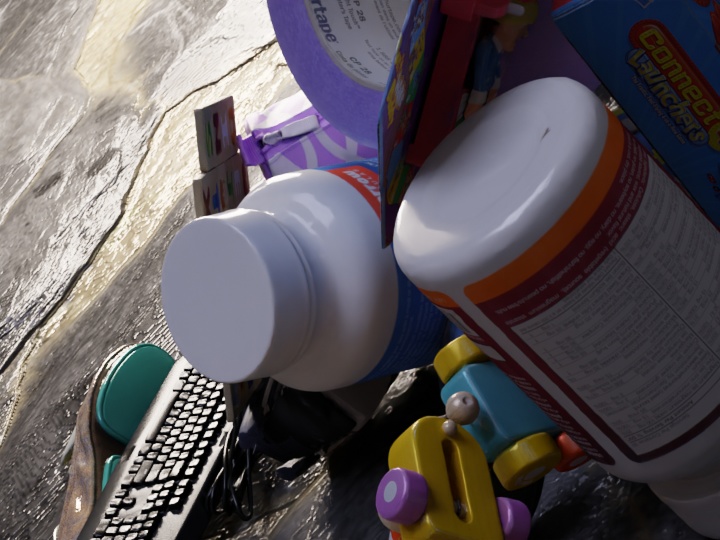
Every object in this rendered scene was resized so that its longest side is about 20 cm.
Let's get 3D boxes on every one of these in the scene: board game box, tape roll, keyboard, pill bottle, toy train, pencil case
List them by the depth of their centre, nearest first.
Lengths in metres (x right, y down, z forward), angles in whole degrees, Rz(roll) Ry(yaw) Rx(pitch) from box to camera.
[{"bbox_3d":[0.115,0.020,1.026,0.109,0.200,0.110,-35,28,22],"label":"pill bottle"},{"bbox_3d":[0.070,0.115,1.050,0.056,0.150,0.200,-45,14,36],"label":"toy train"},{"bbox_3d":[0.053,-0.096,1.067,0.200,0.039,0.158,86,-156,-64],"label":"board game box"},{"bbox_3d":[0.174,-0.119,1.142,0.056,0.196,0.200,-26,32,28],"label":"board game box"},{"bbox_3d":[0.000,0.000,1.221,0.200,0.113,0.112,-13,-4,-46],"label":"pill bottle"},{"bbox_3d":[0.042,-0.164,1.245,0.085,0.201,0.200,-10,-2,-42],"label":"tape roll"},{"bbox_3d":[-0.097,0.095,1.380,0.104,0.040,0.200,-5,34,22],"label":"keyboard"},{"bbox_3d":[0.023,-0.101,1.381,0.200,0.086,0.084,-32,54,4],"label":"pencil case"}]

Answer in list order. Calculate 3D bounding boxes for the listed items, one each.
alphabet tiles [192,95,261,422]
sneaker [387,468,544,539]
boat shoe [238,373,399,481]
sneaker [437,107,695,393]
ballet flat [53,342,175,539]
[{"bbox_3d":[-0.071,-0.010,1.318,0.006,0.167,0.200,-5,7,4],"label":"alphabet tiles"},{"bbox_3d":[0.051,0.158,1.089,0.081,0.074,0.201,-6,53,44],"label":"sneaker"},{"bbox_3d":[-0.005,0.030,1.351,0.093,0.075,0.200,-45,6,47],"label":"boat shoe"},{"bbox_3d":[0.109,0.013,1.178,0.082,0.074,0.200,51,124,28],"label":"sneaker"},{"bbox_3d":[-0.154,0.122,1.447,0.067,0.068,0.200,-40,23,30],"label":"ballet flat"}]
